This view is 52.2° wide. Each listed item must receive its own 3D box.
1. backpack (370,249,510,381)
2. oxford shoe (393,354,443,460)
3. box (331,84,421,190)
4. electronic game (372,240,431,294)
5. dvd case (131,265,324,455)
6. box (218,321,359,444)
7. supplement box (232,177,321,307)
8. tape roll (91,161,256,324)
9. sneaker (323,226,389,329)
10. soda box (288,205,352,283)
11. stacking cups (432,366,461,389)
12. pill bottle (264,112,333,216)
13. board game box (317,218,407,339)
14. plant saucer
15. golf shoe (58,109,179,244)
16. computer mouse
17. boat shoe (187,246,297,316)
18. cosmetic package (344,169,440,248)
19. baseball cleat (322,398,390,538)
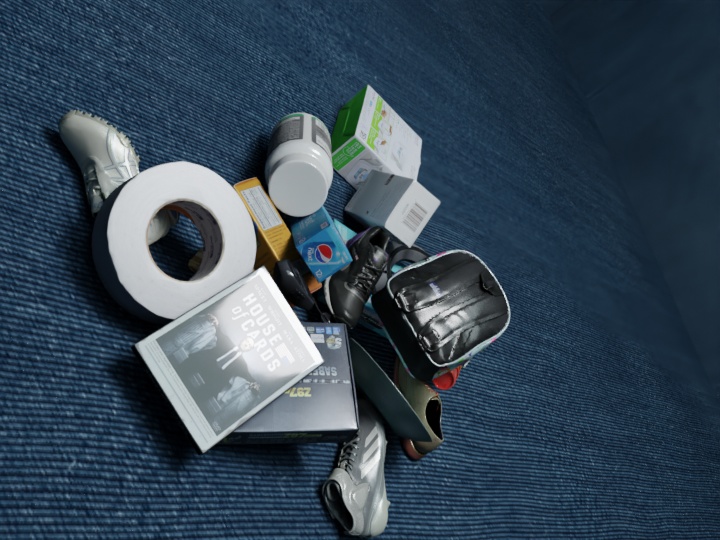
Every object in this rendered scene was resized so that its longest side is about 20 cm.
[{"bbox_3d":[0.133,0.069,1.184,0.198,0.151,0.179,-26,76,-25],"label":"backpack"},{"bbox_3d":[0.106,0.213,1.241,0.070,0.074,0.203,24,45,-39],"label":"oxford shoe"},{"bbox_3d":[0.034,-0.251,1.514,0.176,0.096,0.202,40,36,-25],"label":"box"},{"bbox_3d":[0.096,0.038,1.317,0.198,0.041,0.203,23,51,-31],"label":"electronic game"},{"bbox_3d":[-0.157,0.105,0.905,0.199,0.025,0.151,-34,91,-33],"label":"dvd case"},{"bbox_3d":[-0.108,0.146,0.968,0.197,0.051,0.160,4,56,-17],"label":"box"},{"bbox_3d":[-0.145,-0.039,1.134,0.069,0.066,0.202,-25,83,-54],"label":"supplement box"},{"bbox_3d":[-0.235,-0.034,0.941,0.198,0.066,0.204,6,80,-37],"label":"tape roll"},{"bbox_3d":[0.000,0.000,1.183,0.076,0.087,0.202,39,38,-25],"label":"sneaker"},{"bbox_3d":[-0.067,-0.053,1.161,0.068,0.064,0.200,57,3,-19],"label":"soda box"},{"bbox_3d":[0.152,0.159,1.309,0.061,0.060,0.200,56,16,0],"label":"stacking cups"},{"bbox_3d":[-0.102,-0.177,1.220,0.113,0.113,0.201,40,21,-23],"label":"pill bottle"},{"bbox_3d":[0.011,0.022,1.301,0.199,0.047,0.153,32,41,-34],"label":"board game box"},{"bbox_3d":[0.032,0.193,1.125,0.202,0.039,0.201,51,-9,11],"label":"plant saucer"},{"bbox_3d":[-0.328,-0.116,0.957,0.200,0.078,0.098,47,40,-13],"label":"golf shoe"},{"bbox_3d":[-0.079,0.051,1.076,0.201,0.034,0.059,56,5,-47],"label":"computer mouse"},{"bbox_3d":[-0.161,0.042,1.053,0.200,0.073,0.063,46,64,-5],"label":"boat shoe"},{"bbox_3d":[0.053,-0.117,1.332,0.074,0.102,0.200,37,-4,-26],"label":"cosmetic package"},{"bbox_3d":[-0.008,0.273,1.049,0.106,0.069,0.203,22,46,-42],"label":"baseball cleat"}]
